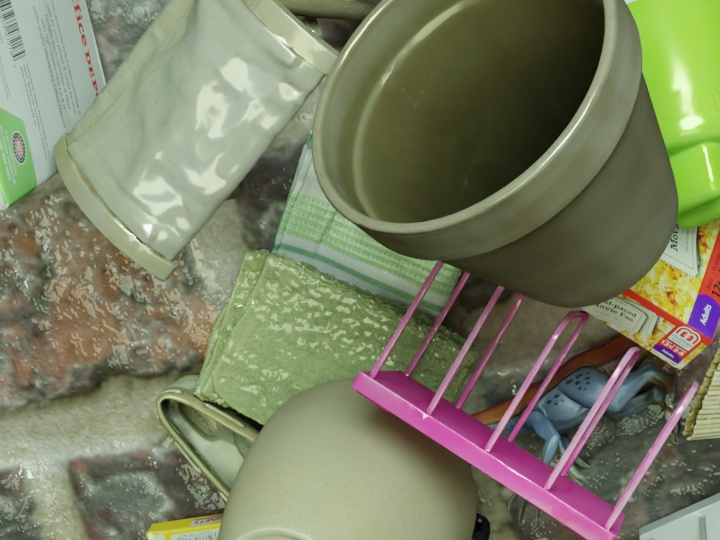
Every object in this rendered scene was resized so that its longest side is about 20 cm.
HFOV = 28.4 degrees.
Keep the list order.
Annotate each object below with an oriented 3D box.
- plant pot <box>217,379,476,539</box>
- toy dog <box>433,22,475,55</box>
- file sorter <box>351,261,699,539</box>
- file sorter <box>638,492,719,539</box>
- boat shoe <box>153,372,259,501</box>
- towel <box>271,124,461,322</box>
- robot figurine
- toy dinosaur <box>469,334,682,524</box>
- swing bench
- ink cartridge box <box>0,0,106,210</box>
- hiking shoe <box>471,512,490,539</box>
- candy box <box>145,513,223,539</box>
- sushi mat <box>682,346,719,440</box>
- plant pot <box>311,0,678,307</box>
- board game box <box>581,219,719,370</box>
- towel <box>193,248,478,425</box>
[{"bbox_3d":[-0.026,0.192,1.019,0.187,0.200,0.188,3,100,15],"label":"plant pot"},{"bbox_3d":[0.040,-0.236,0.961,0.200,0.139,0.194,25,94,34],"label":"toy dog"},{"bbox_3d":[0.122,0.081,0.994,0.200,0.139,0.126,32,94,13],"label":"file sorter"},{"bbox_3d":[0.337,0.244,1.097,0.200,0.125,0.139,-28,102,18],"label":"file sorter"},{"bbox_3d":[-0.087,0.166,1.159,0.073,0.063,0.201,-43,89,10],"label":"boat shoe"},{"bbox_3d":[0.000,0.000,1.116,0.149,0.031,0.201,22,112,2],"label":"towel"},{"bbox_3d":[0.211,-0.133,0.963,0.116,0.175,0.201,-25,69,47],"label":"robot figurine"},{"bbox_3d":[0.160,0.105,1.123,0.181,0.105,0.201,3,77,18],"label":"toy dinosaur"},{"bbox_3d":[-0.103,-0.131,0.994,0.130,0.200,0.199,40,111,-6],"label":"swing bench"},{"bbox_3d":[-0.262,-0.137,1.020,0.084,0.200,0.146,-6,108,14],"label":"ink cartridge box"},{"bbox_3d":[0.075,0.244,1.148,0.200,0.076,0.101,43,130,-19],"label":"hiking shoe"},{"bbox_3d":[-0.077,0.253,1.222,0.199,0.026,0.103,-10,108,13],"label":"candy box"},{"bbox_3d":[0.322,0.079,1.035,0.199,0.012,0.096,2,119,-34],"label":"sushi mat"},{"bbox_3d":[0.098,-0.068,0.845,0.200,0.200,0.173,-32,136,19],"label":"plant pot"},{"bbox_3d":[0.171,-0.044,1.006,0.200,0.152,0.046,31,141,-3],"label":"board game box"},{"bbox_3d":[-0.021,0.075,1.119,0.199,0.037,0.149,24,113,-3],"label":"towel"}]
